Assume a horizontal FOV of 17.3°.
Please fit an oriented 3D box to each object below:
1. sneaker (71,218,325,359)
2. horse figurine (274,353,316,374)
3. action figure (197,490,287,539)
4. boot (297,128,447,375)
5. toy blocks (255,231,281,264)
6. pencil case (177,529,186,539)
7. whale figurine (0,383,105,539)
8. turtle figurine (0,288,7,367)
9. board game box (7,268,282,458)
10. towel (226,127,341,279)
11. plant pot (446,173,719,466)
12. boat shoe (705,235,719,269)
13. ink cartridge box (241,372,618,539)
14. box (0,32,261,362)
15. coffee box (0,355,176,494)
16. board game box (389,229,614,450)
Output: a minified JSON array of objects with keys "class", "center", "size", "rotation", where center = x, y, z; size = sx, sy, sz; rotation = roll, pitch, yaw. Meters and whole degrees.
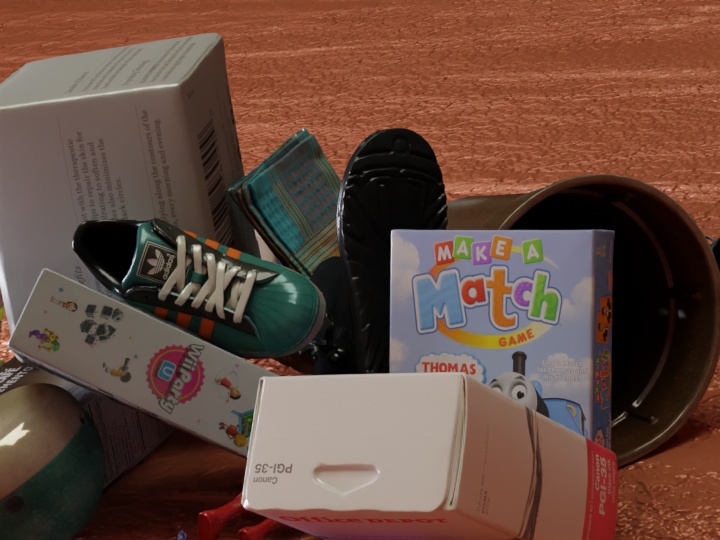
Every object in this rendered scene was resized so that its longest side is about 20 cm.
[{"class":"sneaker","center":[-0.119,0.010,1.643],"size":[0.199,0.072,0.080],"rotation":[15,-8,34]},{"class":"horse figurine","center":[-0.050,0.053,1.895],"size":[0.131,0.050,0.200],"rotation":[4,13,5]},{"class":"action figure","center":[-0.022,0.148,1.602],"size":[0.065,0.052,0.199],"rotation":[11,29,41]},{"class":"boot","center":[0.000,0.000,1.657],"size":[0.076,0.202,0.168],"rotation":[-5,6,-18]},{"class":"toy blocks","center":[-0.017,-0.013,1.981],"size":[0.199,0.101,0.136],"rotation":[10,6,-30]},{"class":"pencil case","center":[-0.016,0.200,1.382],"size":[0.198,0.091,0.094],"rotation":[0,22,23]},{"class":"whale figurine","center":[-0.265,0.167,1.654],"size":[0.199,0.104,0.159],"rotation":[-34,15,10]},{"class":"turtle figurine","center":[-0.306,0.086,1.828],"size":[0.199,0.162,0.064],"rotation":[-29,44,-30]},{"class":"board game box","center":[-0.138,0.072,1.645],"size":[0.199,0.065,0.148],"rotation":[25,-6,0]},{"class":"towel","center":[-0.014,-0.010,1.858],"size":[0.022,0.201,0.147],"rotation":[-34,7,29]},{"class":"plant pot","center":[0.124,0.026,1.680],"size":[0.199,0.202,0.198],"rotation":[-18,12,-20]},{"class":"boat shoe","center":[0.275,0.003,1.844],"size":[0.199,0.063,0.075],"rotation":[-1,22,33]},{"class":"ink cartridge box","center":[0.045,0.124,1.397],"size":[0.146,0.083,0.200],"rotation":[-3,-19,32]},{"class":"box","center":[-0.185,-0.060,1.823],"size":[0.170,0.201,0.200],"rotation":[-8,15,8]},{"class":"coffee box","center":[-0.210,0.099,1.809],"size":[0.114,0.080,0.200],"rotation":[-2,20,27]},{"class":"board game box","center":[0.089,0.074,1.517],"size":[0.150,0.202,0.037],"rotation":[0,-1,32]}]
